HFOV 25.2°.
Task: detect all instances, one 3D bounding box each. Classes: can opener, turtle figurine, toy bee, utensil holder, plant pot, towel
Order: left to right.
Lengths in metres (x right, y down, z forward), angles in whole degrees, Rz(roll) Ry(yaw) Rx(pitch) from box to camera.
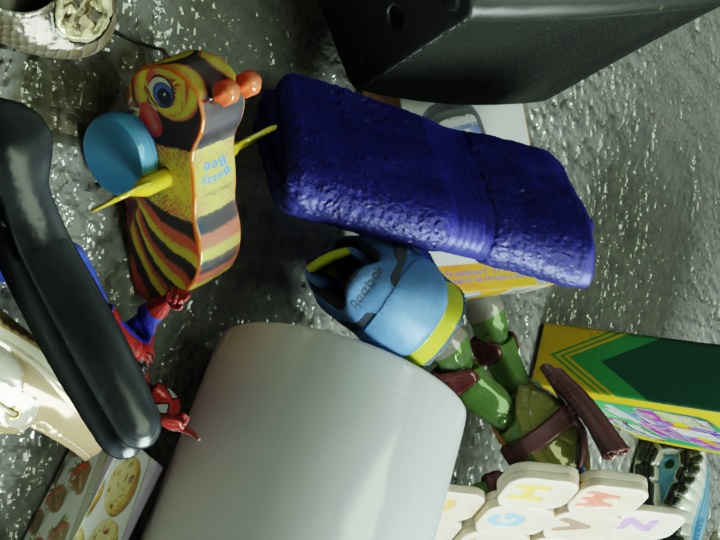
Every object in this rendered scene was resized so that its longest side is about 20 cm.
[{"bbox_3d":[-0.155,0.001,0.771,0.079,0.063,0.200,-31,94,-21],"label":"can opener"},{"bbox_3d":[-0.101,-0.073,0.878,0.131,0.109,0.200,-52,131,-33],"label":"toy bee"},{"bbox_3d":[-0.041,0.152,0.929,0.170,0.170,0.200,41,59,-45],"label":"utensil holder"},{"bbox_3d":[0.039,-0.058,0.972,0.200,0.148,0.050,13,114,-18],"label":"towel"},{"bbox_3d":[0.083,0.113,1.153,0.144,0.200,0.194,-29,95,-18],"label":"turtle figurine"},{"bbox_3d":[0.073,-0.209,0.999,0.177,0.199,0.200,-20,87,-35],"label":"plant pot"}]

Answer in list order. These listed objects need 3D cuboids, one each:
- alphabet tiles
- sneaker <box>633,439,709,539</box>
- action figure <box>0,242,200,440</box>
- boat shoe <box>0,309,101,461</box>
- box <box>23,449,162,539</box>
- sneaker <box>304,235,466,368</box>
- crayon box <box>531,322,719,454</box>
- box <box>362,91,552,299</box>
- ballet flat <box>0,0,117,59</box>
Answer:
[{"bbox_3d":[0.112,0.186,1.101,0.195,0.200,0.015,9,54,-17],"label":"alphabet tiles"},{"bbox_3d":[0.269,0.243,1.399,0.090,0.078,0.200,49,56,-46],"label":"sneaker"},{"bbox_3d":[-0.135,0.020,0.855,0.065,0.099,0.200,-59,137,-29],"label":"action figure"},{"bbox_3d":[-0.199,0.048,0.802,0.069,0.074,0.200,-52,133,-10],"label":"boat shoe"},{"bbox_3d":[-0.170,0.181,0.864,0.041,0.039,0.200,48,57,-41],"label":"box"},{"bbox_3d":[0.000,0.000,0.976,0.078,0.200,0.066,33,92,-17],"label":"sneaker"},{"bbox_3d":[0.263,0.102,1.299,0.200,0.172,0.058,28,74,-50],"label":"crayon box"},{"bbox_3d":[0.064,-0.081,1.097,0.119,0.041,0.200,-5,84,-41],"label":"box"},{"bbox_3d":[-0.192,-0.168,0.779,0.200,0.046,0.067,38,68,-36],"label":"ballet flat"}]
